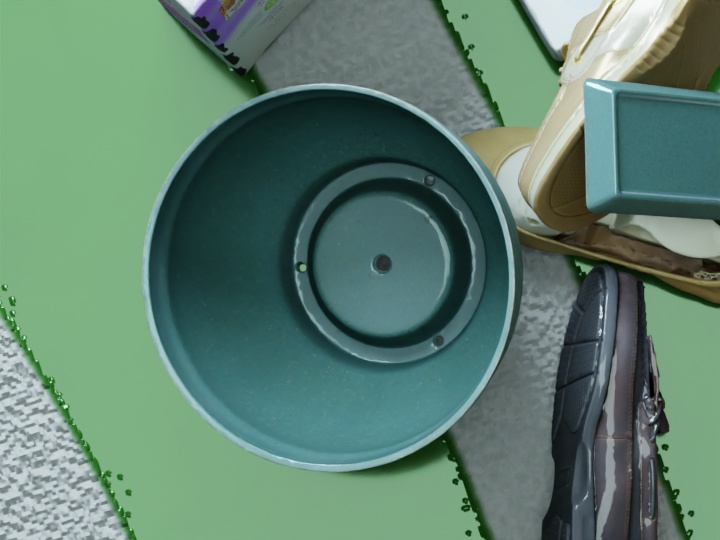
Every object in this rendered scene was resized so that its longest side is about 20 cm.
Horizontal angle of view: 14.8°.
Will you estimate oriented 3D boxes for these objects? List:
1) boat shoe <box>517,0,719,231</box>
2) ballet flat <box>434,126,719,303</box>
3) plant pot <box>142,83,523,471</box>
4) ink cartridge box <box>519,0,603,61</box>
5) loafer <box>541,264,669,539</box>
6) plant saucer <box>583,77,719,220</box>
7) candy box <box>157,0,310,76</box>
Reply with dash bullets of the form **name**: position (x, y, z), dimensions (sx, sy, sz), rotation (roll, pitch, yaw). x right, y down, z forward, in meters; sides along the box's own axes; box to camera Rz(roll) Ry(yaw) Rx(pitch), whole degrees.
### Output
- **boat shoe**: position (0.145, -0.112, 1.490), dimensions (0.200, 0.074, 0.069), rotation (-53, 44, -4)
- **ballet flat**: position (0.137, -0.036, 1.524), dimensions (0.200, 0.063, 0.069), rotation (16, 86, 6)
- **plant pot**: position (0.000, 0.000, 1.486), dimensions (0.200, 0.134, 0.201), rotation (1, 94, 16)
- **ink cartridge box**: position (0.129, -0.241, 1.549), dimensions (0.160, 0.047, 0.200), rotation (-30, 86, 2)
- **loafer**: position (0.140, 0.099, 1.515), dimensions (0.063, 0.072, 0.200), rotation (10, 81, -15)
- **plant saucer**: position (0.197, -0.061, 1.477), dimensions (0.200, 0.019, 0.070), rotation (3, 84, -40)
- **candy box**: position (-0.045, -0.201, 1.483), dimensions (0.072, 0.200, 0.168), rotation (41, 89, 7)
